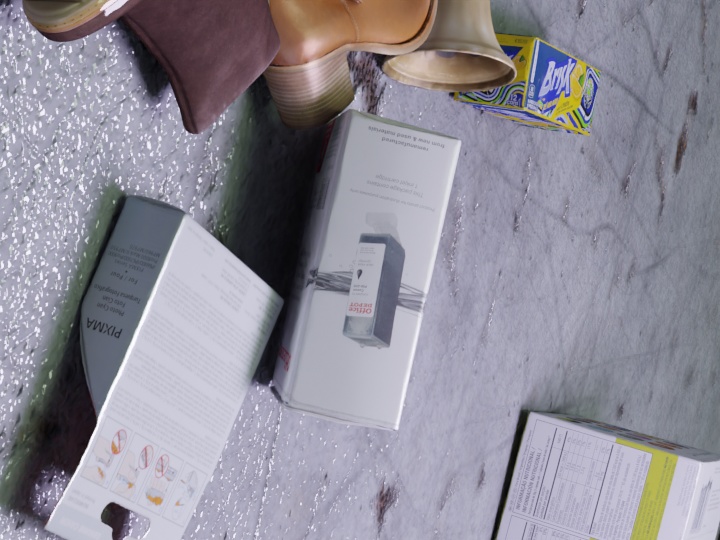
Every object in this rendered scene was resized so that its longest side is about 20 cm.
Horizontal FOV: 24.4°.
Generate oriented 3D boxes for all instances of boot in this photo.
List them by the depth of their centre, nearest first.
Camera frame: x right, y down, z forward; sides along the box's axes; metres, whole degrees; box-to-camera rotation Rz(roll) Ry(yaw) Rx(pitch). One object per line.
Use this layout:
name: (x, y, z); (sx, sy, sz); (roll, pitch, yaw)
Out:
boot: (-0.104, -0.140, 0.936); (0.200, 0.072, 0.167); (-54, 149, -38)
boot: (-0.016, -0.209, 1.116); (0.200, 0.076, 0.156); (-47, 138, -38)

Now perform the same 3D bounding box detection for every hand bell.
hand bell: (0.073, -0.249, 1.288); (0.104, 0.103, 0.202); (28, 63, -65)

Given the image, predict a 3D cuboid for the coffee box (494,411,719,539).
coffee box: (0.271, 0.274, 1.803); (0.199, 0.197, 0.201); (15, 90, -67)

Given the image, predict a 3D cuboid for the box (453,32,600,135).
box: (0.152, -0.166, 1.488); (0.200, 0.070, 0.065); (3, 96, -66)

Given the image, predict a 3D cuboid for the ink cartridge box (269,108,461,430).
ink cartridge box: (0.000, 0.000, 1.151); (0.146, 0.084, 0.201); (-165, -91, -83)

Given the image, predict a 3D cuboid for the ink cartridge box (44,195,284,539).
ink cartridge box: (-0.130, 0.076, 1.026); (0.201, 0.047, 0.160); (-67, 155, -12)
